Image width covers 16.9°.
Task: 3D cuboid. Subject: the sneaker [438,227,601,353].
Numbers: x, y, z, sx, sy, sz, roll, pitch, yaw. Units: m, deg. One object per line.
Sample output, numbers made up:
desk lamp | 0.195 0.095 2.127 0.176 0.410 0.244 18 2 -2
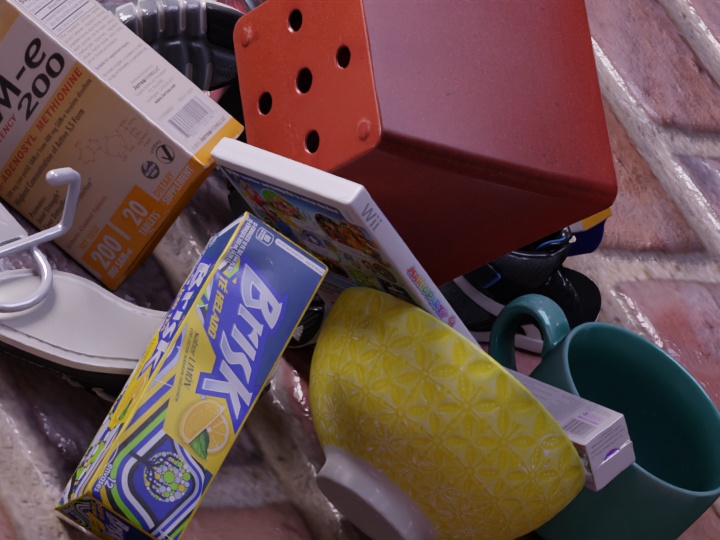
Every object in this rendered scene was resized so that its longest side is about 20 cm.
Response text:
sneaker | 0.139 0.003 1.821 0.199 0.112 0.073 -1 52 -47

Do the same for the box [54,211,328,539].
box | -0.098 0.068 1.431 0.064 0.070 0.201 34 66 -13

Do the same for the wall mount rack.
wall mount rack | -0.274 -0.054 1.464 0.173 0.075 0.200 -21 52 -37

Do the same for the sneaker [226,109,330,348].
sneaker | -0.027 -0.033 1.716 0.115 0.075 0.202 17 59 -51

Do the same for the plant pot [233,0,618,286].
plant pot | 0.027 -0.116 1.615 0.175 0.199 0.202 5 69 -39

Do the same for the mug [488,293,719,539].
mug | 0.165 0.119 1.703 0.151 0.115 0.186 17 38 -33

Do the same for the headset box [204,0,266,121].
headset box | -0.058 -0.142 1.825 0.148 0.075 0.201 23 36 -26

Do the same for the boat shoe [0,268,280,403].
boat shoe | -0.151 0.051 1.499 0.198 0.061 0.074 10 46 -19

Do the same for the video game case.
video game case | 0.000 0.000 1.541 0.143 0.018 0.200 22 -23 47

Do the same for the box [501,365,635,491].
box | 0.101 0.095 1.622 0.041 0.039 0.199 -33 31 -28

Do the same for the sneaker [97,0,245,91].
sneaker | -0.176 -0.177 1.704 0.198 0.076 0.116 -5 34 -23

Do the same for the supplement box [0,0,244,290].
supplement box | -0.194 -0.102 1.582 0.200 0.126 0.074 39 33 -1

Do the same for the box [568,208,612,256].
box | 0.118 -0.100 1.861 0.041 0.119 0.202 -24 99 -38

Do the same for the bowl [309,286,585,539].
bowl | 0.033 0.116 1.550 0.200 0.200 0.108 40 74 0
